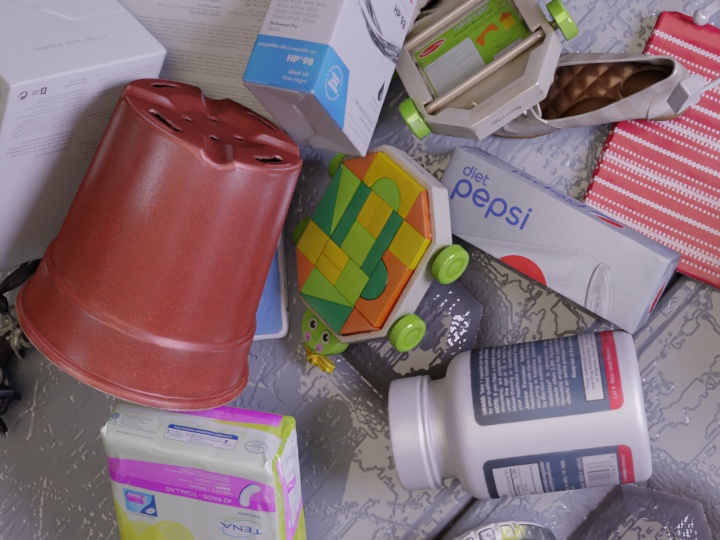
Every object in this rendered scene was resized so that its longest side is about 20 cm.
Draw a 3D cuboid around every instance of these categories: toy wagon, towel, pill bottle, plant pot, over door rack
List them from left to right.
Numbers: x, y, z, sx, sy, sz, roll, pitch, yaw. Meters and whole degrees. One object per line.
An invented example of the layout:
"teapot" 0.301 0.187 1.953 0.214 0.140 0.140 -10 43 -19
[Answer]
"plant pot" -0.146 -0.030 0.925 0.199 0.201 0.197 29 112 11
"toy wagon" 0.000 0.000 0.986 0.155 0.039 0.202 44 113 34
"toy wagon" 0.085 -0.206 0.987 0.154 0.040 0.202 -32 57 13
"pill bottle" 0.126 0.119 0.946 0.197 0.120 0.122 -8 85 10
"towel" 0.279 -0.102 0.979 0.143 0.022 0.203 24 92 12
"over door rack" 0.265 -0.209 0.927 0.198 0.067 0.149 -25 73 -30

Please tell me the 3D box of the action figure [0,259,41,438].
"action figure" -0.334 0.065 1.047 0.119 0.102 0.201 39 95 25

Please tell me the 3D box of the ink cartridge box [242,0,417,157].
"ink cartridge box" -0.012 -0.209 0.936 0.066 0.116 0.203 12 76 25

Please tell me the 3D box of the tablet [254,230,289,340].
"tablet" -0.163 0.002 1.062 0.196 0.014 0.133 -5 86 11

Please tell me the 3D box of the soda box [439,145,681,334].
"soda box" 0.155 -0.028 0.961 0.198 0.063 0.069 31 105 17

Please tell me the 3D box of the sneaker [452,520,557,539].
"sneaker" 0.069 0.253 0.975 0.197 0.085 0.076 -16 91 -12

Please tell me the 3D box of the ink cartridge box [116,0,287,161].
"ink cartridge box" -0.125 -0.151 0.996 0.160 0.050 0.203 11 118 20

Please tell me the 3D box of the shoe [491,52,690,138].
"shoe" 0.173 -0.151 0.974 0.197 0.053 0.071 -3 82 23

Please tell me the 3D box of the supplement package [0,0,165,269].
"supplement package" -0.284 -0.131 0.967 0.151 0.151 0.201 44 130 20

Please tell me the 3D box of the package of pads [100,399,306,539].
"package of pads" -0.121 0.198 0.969 0.152 0.069 0.202 8 127 12
